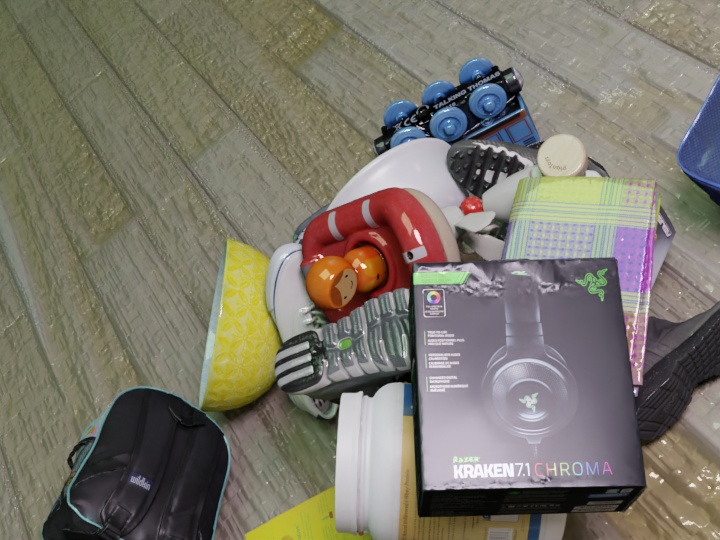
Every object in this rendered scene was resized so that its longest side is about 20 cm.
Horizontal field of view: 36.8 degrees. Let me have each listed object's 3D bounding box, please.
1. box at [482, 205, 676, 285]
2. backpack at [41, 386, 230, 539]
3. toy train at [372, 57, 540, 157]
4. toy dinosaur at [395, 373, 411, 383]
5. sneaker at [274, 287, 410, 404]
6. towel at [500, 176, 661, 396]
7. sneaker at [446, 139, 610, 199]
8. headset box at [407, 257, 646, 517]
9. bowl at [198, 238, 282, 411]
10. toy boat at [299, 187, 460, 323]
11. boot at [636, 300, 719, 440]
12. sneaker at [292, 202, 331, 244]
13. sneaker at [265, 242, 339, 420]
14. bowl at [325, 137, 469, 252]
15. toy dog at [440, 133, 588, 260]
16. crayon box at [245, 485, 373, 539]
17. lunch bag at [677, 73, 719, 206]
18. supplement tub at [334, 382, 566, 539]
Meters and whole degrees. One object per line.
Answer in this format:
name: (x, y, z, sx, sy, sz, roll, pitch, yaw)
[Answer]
box: (0.201, 0.010, 1.100, 0.198, 0.048, 0.159, -5, 45, 49)
backpack: (-0.238, 0.236, 1.175, 0.153, 0.174, 0.202, -45, 22, 45)
toy train: (0.115, -0.169, 1.307, 0.198, 0.115, 0.087, -27, 40, 14)
toy dinosaur: (0.104, 0.113, 1.081, 0.198, 0.102, 0.078, -5, 52, 38)
sneaker: (0.026, 0.080, 1.026, 0.197, 0.115, 0.076, -17, 62, 22)
towel: (0.191, 0.012, 0.976, 0.141, 0.023, 0.203, 4, 73, 23)
sneaker: (0.188, -0.108, 1.188, 0.197, 0.067, 0.091, 13, 32, -4)
headset box: (0.127, 0.088, 0.876, 0.171, 0.093, 0.203, -1, 65, 0)
bowl: (-0.122, 0.072, 1.265, 0.106, 0.201, 0.202, 10, 49, -10)
toy boat: (0.000, 0.000, 1.060, 0.199, 0.132, 0.130, -18, 5, 46)
boot: (0.289, 0.056, 1.028, 0.199, 0.070, 0.132, -37, 34, -6)
sneaker: (-0.056, -0.023, 1.323, 0.087, 0.075, 0.200, -23, 16, 33)
sneaker: (-0.051, 0.068, 1.179, 0.072, 0.203, 0.070, -24, 28, -28)
bowl: (0.053, -0.041, 1.209, 0.200, 0.201, 0.091, -40, 62, 0)
toy dog: (0.156, -0.046, 1.083, 0.199, 0.131, 0.097, -35, 57, 27)
crayon box: (-0.014, 0.277, 1.069, 0.198, 0.051, 0.128, -29, 43, 12)
lunch bag: (0.409, -0.104, 1.026, 0.199, 0.132, 0.137, 35, 94, 47)
supplement tub: (0.079, 0.176, 0.968, 0.196, 0.146, 0.146, 2, 51, 2)
